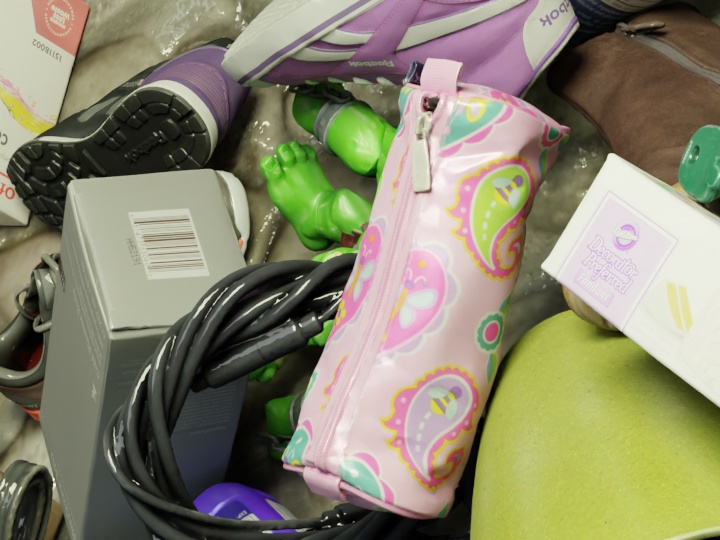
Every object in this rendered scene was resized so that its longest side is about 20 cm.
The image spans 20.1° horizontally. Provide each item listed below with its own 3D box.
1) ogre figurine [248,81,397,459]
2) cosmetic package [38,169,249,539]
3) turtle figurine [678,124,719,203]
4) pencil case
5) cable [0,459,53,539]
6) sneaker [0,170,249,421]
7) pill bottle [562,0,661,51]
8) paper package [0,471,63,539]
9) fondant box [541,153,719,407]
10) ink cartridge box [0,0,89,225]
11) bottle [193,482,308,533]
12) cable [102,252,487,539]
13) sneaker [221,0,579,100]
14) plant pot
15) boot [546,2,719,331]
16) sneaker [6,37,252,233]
[{"bbox_3d":[0.000,0.000,1.069,0.119,0.098,0.201,5,71,45],"label":"ogre figurine"},{"bbox_3d":[-0.115,0.052,1.075,0.201,0.090,0.107,108,149,-45],"label":"cosmetic package"},{"bbox_3d":[0.238,-0.039,0.857,0.101,0.199,0.151,136,151,-61],"label":"turtle figurine"},{"bbox_3d":[0.029,0.010,0.920,0.087,0.087,0.201,17,90,42],"label":"pencil case"},{"bbox_3d":[-0.195,0.209,1.132,0.050,0.097,0.201,19,85,27],"label":"cable"},{"bbox_3d":[-0.149,0.013,1.194,0.200,0.082,0.077,-44,49,14],"label":"sneaker"},{"bbox_3d":[0.125,-0.185,1.027,0.199,0.111,0.112,-25,55,39],"label":"pill bottle"},{"bbox_3d":[-0.297,0.177,1.157,0.103,0.200,0.192,14,78,41],"label":"paper package"},{"bbox_3d":[0.186,0.037,0.829,0.144,0.200,0.058,41,101,43],"label":"fondant box"},{"bbox_3d":[-0.259,-0.103,1.316,0.067,0.116,0.201,2,72,39],"label":"ink cartridge box"},{"bbox_3d":[-0.027,0.189,1.023,0.200,0.065,0.084,38,96,43],"label":"bottle"},{"bbox_3d":[-0.024,0.073,0.980,0.051,0.199,0.164,-138,49,-67],"label":"cable"},{"bbox_3d":[0.021,-0.107,1.023,0.200,0.115,0.073,-19,26,45],"label":"sneaker"},{"bbox_3d":[0.123,0.112,0.882,0.187,0.187,0.201,-40,33,18],"label":"plant pot"},{"bbox_3d":[0.137,-0.054,0.958,0.199,0.073,0.166,-27,38,-23],"label":"boot"},{"bbox_3d":[-0.134,-0.082,1.252,0.199,0.076,0.088,-19,24,45],"label":"sneaker"}]
